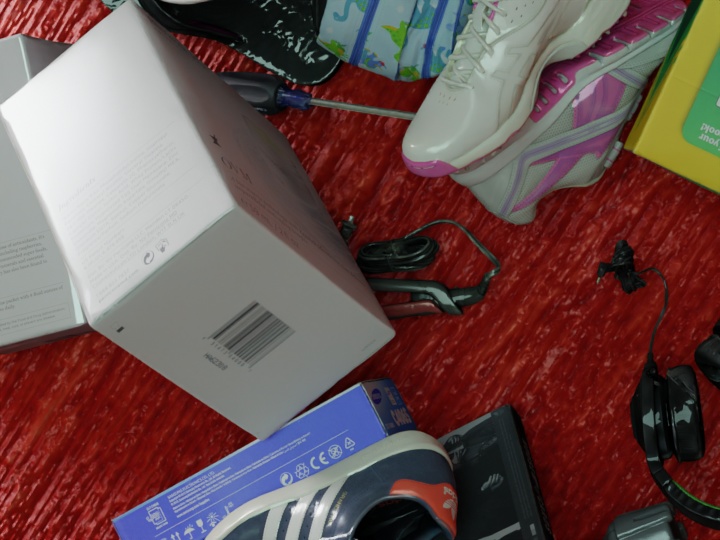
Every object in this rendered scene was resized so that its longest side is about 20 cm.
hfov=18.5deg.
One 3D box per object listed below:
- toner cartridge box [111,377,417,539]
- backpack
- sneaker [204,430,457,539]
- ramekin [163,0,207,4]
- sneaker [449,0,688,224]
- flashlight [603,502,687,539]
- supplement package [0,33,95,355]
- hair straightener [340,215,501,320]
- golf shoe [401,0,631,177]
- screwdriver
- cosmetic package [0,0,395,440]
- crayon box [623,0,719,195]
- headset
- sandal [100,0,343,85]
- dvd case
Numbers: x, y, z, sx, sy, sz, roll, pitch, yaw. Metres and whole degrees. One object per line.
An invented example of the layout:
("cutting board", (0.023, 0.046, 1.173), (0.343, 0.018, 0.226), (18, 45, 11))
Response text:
("toner cartridge box", (-0.064, 0.139, 1.504), (0.199, 0.095, 0.043), (-29, 84, 11))
("backpack", (0.035, -0.224, 1.451), (0.153, 0.163, 0.201), (31, 106, -11))
("sneaker", (-0.024, 0.184, 1.432), (0.199, 0.075, 0.085), (-33, 41, 13))
("ramekin", (-0.077, -0.269, 1.389), (0.199, 0.097, 0.203), (7, 100, 45))
("sneaker", (0.141, -0.108, 1.469), (0.199, 0.081, 0.088), (-37, 126, -4))
("flashlight", (0.120, 0.207, 1.469), (0.199, 0.068, 0.069), (-22, 81, 14))
("supplement package", (-0.241, -0.049, 1.531), (0.120, 0.120, 0.202), (-13, 87, 16))
("hair straightener", (0.000, 0.000, 1.513), (0.198, 0.041, 0.078), (-7, 88, 19))
("golf shoe", (0.087, -0.148, 1.404), (0.200, 0.092, 0.075), (-49, 40, -17))
("screwdriver", (-0.021, -0.110, 1.499), (0.199, 0.028, 0.029), (16, 131, 31))
("cosmetic package", (-0.105, -0.031, 1.424), (0.123, 0.199, 0.201), (-38, 52, 10))
("crayon box", (0.295, -0.114, 1.416), (0.199, 0.058, 0.174), (25, 97, -3))
("headset", (0.223, 0.071, 1.429), (0.123, 0.094, 0.201), (-32, 63, -1))
("sandal", (-0.102, -0.191, 1.535), (0.199, 0.048, 0.076), (22, 95, 12))
("dvd case", (0.029, 0.185, 1.466), (0.199, 0.151, 0.025), (-29, 125, 13))
